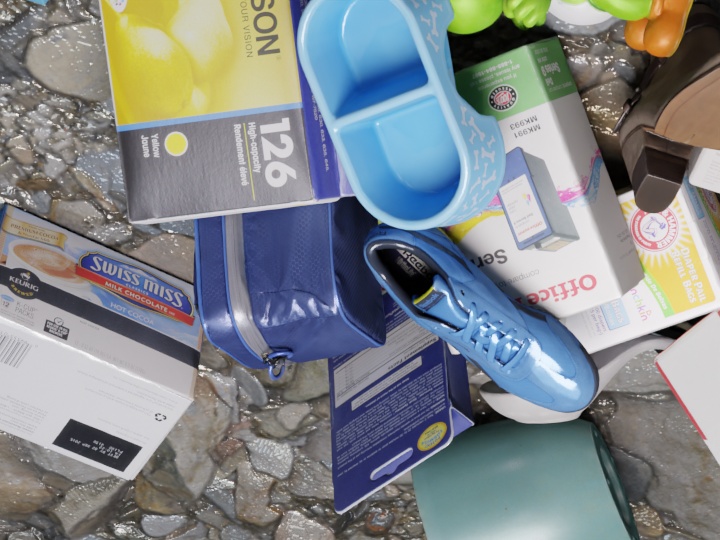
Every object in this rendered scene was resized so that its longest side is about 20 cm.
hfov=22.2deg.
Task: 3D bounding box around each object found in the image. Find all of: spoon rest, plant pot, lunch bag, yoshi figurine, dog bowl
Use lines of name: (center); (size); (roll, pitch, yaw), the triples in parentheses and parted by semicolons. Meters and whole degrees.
spoon rest: (0.195, 0.087, 1.496); (0.200, 0.099, 0.061); (-4, 94, -13)
plant pot: (0.157, 0.221, 1.648); (0.161, 0.201, 0.201); (-21, 130, 10)
lunch bag: (-0.063, -0.014, 1.419); (0.132, 0.200, 0.136); (-9, 159, 16)
yoshi figurine: (0.125, -0.194, 1.297); (0.200, 0.112, 0.112); (19, 140, -9)
dog bowl: (0.023, -0.119, 1.268); (0.111, 0.050, 0.200); (-18, 98, 28)

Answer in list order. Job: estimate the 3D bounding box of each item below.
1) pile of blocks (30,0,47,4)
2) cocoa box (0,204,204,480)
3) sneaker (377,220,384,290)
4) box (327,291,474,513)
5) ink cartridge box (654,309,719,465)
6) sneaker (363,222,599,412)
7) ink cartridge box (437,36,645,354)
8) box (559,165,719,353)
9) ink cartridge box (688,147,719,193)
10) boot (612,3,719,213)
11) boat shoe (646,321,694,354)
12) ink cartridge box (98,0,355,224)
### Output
pile of blocks: (-0.189, -0.235, 1.247); (0.200, 0.082, 0.062); (-23, 145, -11)
cocoa box: (-0.248, 0.062, 1.559); (0.200, 0.131, 0.133); (25, 131, -19)
sneaker: (0.000, 0.000, 1.507); (0.200, 0.090, 0.078); (-22, 129, 24)
box: (0.028, 0.094, 1.416); (0.121, 0.200, 0.032); (-35, 123, 25)
ink cartridge box: (0.352, 0.095, 1.473); (0.200, 0.144, 0.084); (-9, 152, -48)
sneaker: (0.081, 0.038, 1.316); (0.200, 0.078, 0.066); (40, 110, 8)
ink cartridge box: (0.108, -0.055, 1.375); (0.145, 0.087, 0.200); (-19, 94, 23)
box: (0.192, 0.001, 1.454); (0.200, 0.101, 0.113); (-21, 91, 23)
ink cartridge box: (0.330, -0.140, 1.344); (0.116, 0.068, 0.200); (18, 130, -3)
boot: (0.243, -0.138, 1.309); (0.070, 0.146, 0.200); (25, 137, -13)
boat shoe: (0.301, 0.090, 1.574); (0.201, 0.074, 0.063); (32, 90, -26)
ink cartridge box: (-0.084, -0.141, 1.330); (0.200, 0.047, 0.198); (-7, 93, 14)
